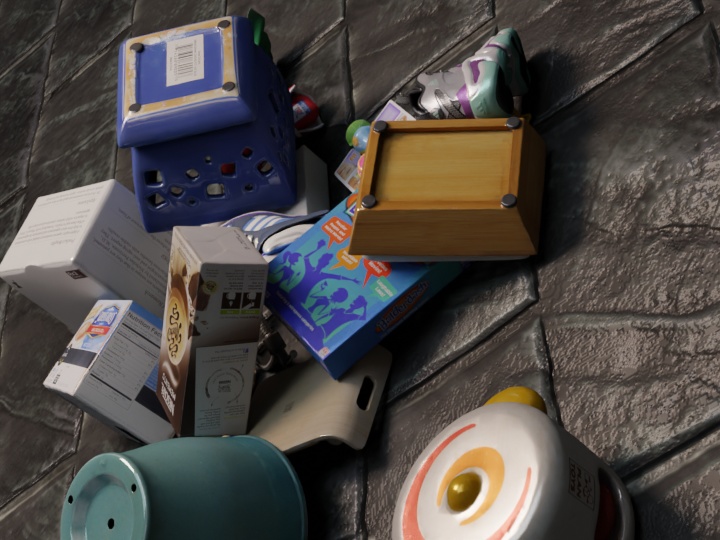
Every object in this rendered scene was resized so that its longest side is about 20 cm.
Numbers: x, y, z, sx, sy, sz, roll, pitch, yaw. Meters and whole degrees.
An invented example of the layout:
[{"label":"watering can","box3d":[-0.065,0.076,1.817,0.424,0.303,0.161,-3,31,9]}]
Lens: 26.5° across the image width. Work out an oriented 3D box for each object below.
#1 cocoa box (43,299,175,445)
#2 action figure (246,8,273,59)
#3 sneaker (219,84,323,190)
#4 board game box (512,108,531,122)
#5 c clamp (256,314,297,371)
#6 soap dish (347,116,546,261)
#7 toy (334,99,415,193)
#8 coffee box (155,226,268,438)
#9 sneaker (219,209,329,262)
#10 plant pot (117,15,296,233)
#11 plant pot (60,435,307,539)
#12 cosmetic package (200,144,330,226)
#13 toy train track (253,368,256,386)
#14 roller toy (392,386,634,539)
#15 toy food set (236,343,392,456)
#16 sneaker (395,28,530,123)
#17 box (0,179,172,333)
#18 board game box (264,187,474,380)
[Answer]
[{"label":"cocoa box","box3d":[-0.279,0.122,1.850,0.132,0.133,0.200,-59,18,-12]},{"label":"action figure","box3d":[-0.154,-0.250,2.146,0.054,0.118,0.202,-7,60,15]},{"label":"sneaker","box3d":[-0.118,-0.176,2.001,0.112,0.071,0.200,-28,17,30]},{"label":"board game box","box3d":[0.105,-0.133,1.752,0.199,0.030,0.096,-4,55,48]},{"label":"c clamp","box3d":[-0.133,0.037,1.756,0.027,0.201,0.171,-30,-12,-19]},{"label":"soap dish","box3d":[0.089,-0.087,1.593,0.198,0.082,0.158,0,50,12]},{"label":"toy","box3d":[0.028,-0.132,1.781,0.115,0.047,0.200,-52,30,6]},{"label":"coffee box","box3d":[-0.162,0.066,1.649,0.113,0.079,0.202,-135,50,-60]},{"label":"sneaker","box3d":[-0.115,-0.020,1.775,0.198,0.081,0.146,-6,10,19]},{"label":"plant pot","box3d":[-0.194,-0.189,1.870,0.198,0.180,0.201,-11,50,7]},{"label":"plant pot","box3d":[-0.187,0.256,1.522,0.199,0.187,0.202,-12,72,41]},{"label":"cosmetic package","box3d":[-0.125,-0.046,1.936,0.199,0.052,0.152,-36,37,24]},{"label":"toy train track","box3d":[-0.161,0.177,1.748,0.115,0.032,0.202,-45,34,52]},{"label":"roller toy","box3d":[0.124,0.209,1.274,0.201,0.140,0.182,-52,32,-2]},{"label":"toy food set","box3d":[-0.058,0.165,1.644,0.199,0.060,0.144,-25,29,35]},{"label":"sneaker","box3d":[0.107,-0.206,1.695,0.139,0.078,0.200,-12,16,21]},{"label":"box","box3d":[-0.333,-0.002,2.019,0.198,0.200,0.131,-7,51,48]},{"label":"board game box","box3d":[0.000,0.000,1.642,0.200,0.045,0.152,-40,52,-10]}]
